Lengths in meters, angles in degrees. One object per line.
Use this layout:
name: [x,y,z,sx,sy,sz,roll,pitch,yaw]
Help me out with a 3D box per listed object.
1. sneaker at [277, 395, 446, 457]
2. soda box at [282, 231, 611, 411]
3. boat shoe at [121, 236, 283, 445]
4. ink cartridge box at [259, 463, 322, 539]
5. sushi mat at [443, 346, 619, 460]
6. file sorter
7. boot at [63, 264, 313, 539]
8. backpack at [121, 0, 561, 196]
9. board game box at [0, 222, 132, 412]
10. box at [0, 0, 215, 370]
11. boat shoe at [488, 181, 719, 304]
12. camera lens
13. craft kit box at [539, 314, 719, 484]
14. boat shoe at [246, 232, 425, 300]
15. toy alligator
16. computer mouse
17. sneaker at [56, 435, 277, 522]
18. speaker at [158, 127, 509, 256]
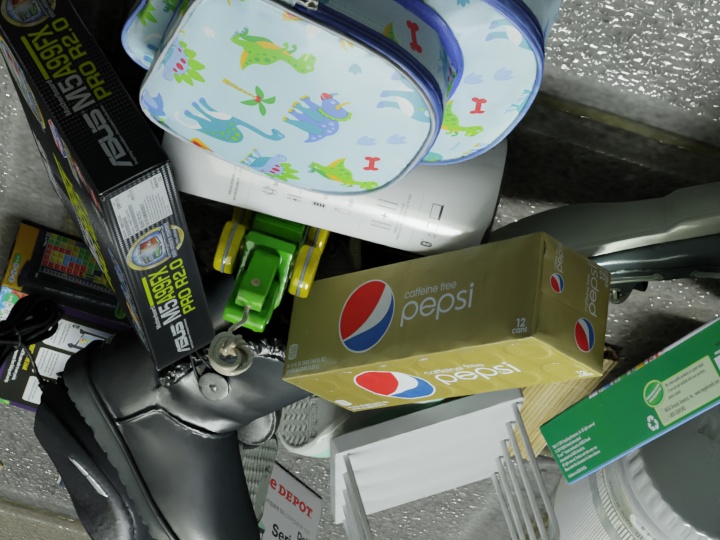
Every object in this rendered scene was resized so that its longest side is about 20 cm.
sneaker: [0.045,0.077,1.313,0.200,0.074,0.118,-31,153,34]
soda box: [0.048,0.033,1.069,0.199,0.065,0.067,-13,150,43]
boat shoe: [-0.111,0.048,1.248,0.073,0.063,0.202,-25,120,5]
ink cartridge box: [-0.115,0.257,1.542,0.083,0.202,0.145,-11,143,31]
sushi mat: [0.114,0.092,1.351,0.095,0.012,0.200,15,151,-7]
file sorter: [0.060,0.186,1.323,0.137,0.126,0.200,-15,160,-7]
boot: [-0.079,0.100,1.186,0.167,0.076,0.201,-26,103,27]
backpack: [-0.007,-0.125,0.890,0.198,0.148,0.183,18,153,-14]
board game box: [-0.198,0.054,1.370,0.164,0.057,0.200,17,150,-11]
box: [-0.150,-0.055,1.068,0.044,0.161,0.201,-28,152,-12]
boat shoe: [0.156,-0.004,1.081,0.198,0.073,0.062,-10,113,20]
camera lens: [0.227,0.158,1.269,0.158,0.161,0.200,15,151,-4]
craft kit box: [0.230,0.042,1.064,0.196,0.049,0.200,-20,168,-33]
boat shoe: [0.000,0.001,1.193,0.199,0.072,0.067,16,124,20]
toy alligator: [-0.059,0.007,1.081,0.059,0.201,0.055,18,133,1]
computer mouse: [-0.191,0.114,1.207,0.046,0.140,0.202,-24,94,27]
sneaker: [-0.146,0.142,1.377,0.145,0.078,0.202,11,172,12]
speaker: [-0.018,-0.064,1.066,0.198,0.082,0.081,14,151,-2]
